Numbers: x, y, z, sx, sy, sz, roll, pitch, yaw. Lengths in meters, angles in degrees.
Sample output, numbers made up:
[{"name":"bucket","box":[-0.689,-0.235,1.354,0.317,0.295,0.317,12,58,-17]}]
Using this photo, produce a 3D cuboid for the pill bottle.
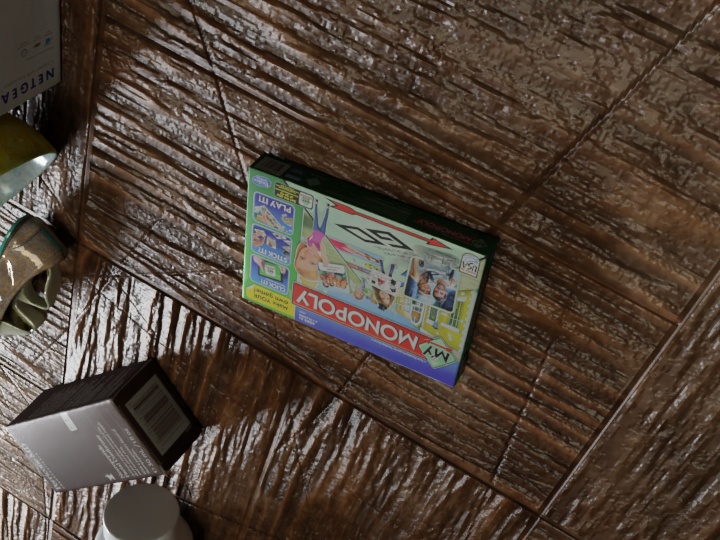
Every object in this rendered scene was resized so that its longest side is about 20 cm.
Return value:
[{"name":"pill bottle","box":[-0.246,0.339,1.072,0.112,0.112,0.200,20,129,18]}]

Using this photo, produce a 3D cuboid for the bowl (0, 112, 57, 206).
[{"name":"bowl","box":[-0.370,-0.086,0.792,0.200,0.200,0.108,-28,102,40]}]

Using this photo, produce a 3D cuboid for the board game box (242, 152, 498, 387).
[{"name":"board game box","box":[0.000,0.000,0.748,0.199,0.029,0.135,21,129,16]}]

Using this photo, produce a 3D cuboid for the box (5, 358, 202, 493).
[{"name":"box","box":[-0.275,0.168,0.998,0.200,0.075,0.100,-18,111,40]}]

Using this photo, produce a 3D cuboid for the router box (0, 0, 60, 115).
[{"name":"router box","box":[-0.302,-0.186,0.681,0.049,0.200,0.180,25,132,13]}]

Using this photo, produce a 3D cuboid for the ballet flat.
[{"name":"ballet flat","box":[-0.344,0.026,0.945,0.067,0.068,0.200,36,134,-7]}]
